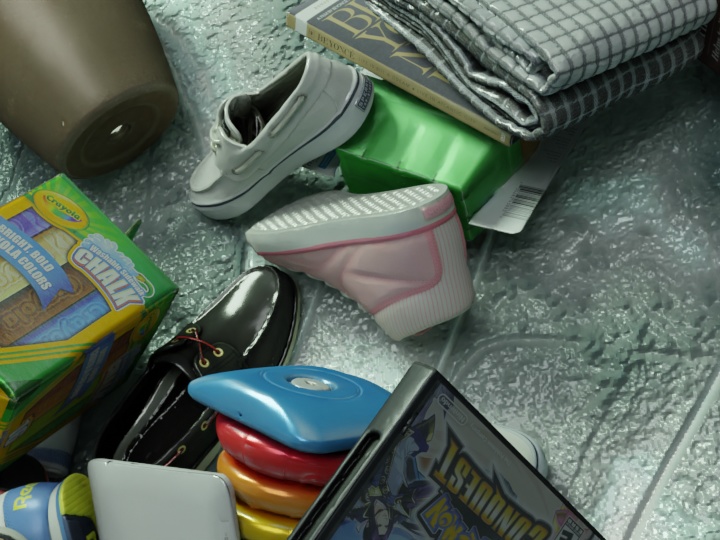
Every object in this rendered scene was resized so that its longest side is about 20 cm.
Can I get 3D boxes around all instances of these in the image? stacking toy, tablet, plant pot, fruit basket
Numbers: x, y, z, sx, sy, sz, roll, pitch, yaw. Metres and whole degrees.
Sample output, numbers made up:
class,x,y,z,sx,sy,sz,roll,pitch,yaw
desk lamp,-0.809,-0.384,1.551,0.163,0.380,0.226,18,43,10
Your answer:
class,x,y,z,sx,sy,sz,roll,pitch,yaw
stacking toy,-0.045,0.163,0.743,0.116,0.109,0.201,17,101,41
tablet,-0.112,0.215,0.747,0.130,0.014,0.201,-1,98,41
plant pot,-0.235,-0.174,0.992,0.200,0.200,0.175,-37,77,-4
fruit basket,0.079,-0.120,0.920,0.184,0.094,0.200,20,55,25

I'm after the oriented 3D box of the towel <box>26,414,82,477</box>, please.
class,x,y,z,sx,sy,sz,roll,pitch,yaw
towel,-0.273,0.065,0.956,0.146,0.024,0.201,-2,63,16

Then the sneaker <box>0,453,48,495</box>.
class,x,y,z,sx,sy,sz,roll,pitch,yaw
sneaker,-0.321,0.158,0.880,0.199,0.074,0.087,17,106,14

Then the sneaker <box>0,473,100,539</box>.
class,x,y,z,sx,sy,sz,roll,pitch,yaw
sneaker,-0.201,0.231,0.789,0.082,0.074,0.201,-5,87,8

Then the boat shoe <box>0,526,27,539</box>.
class,x,y,z,sx,sy,sz,roll,pitch,yaw
boat shoe,-0.170,0.235,0.718,0.074,0.060,0.200,-36,90,-3

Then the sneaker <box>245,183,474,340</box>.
class,x,y,z,sx,sy,sz,roll,pitch,yaw
sneaker,0.000,0.000,0.876,0.200,0.105,0.075,-1,27,48

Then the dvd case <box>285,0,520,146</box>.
class,x,y,z,sx,sy,sz,roll,pitch,yaw
dvd case,0.068,-0.172,0.893,0.199,0.016,0.149,32,51,25

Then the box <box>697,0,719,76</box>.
class,x,y,z,sx,sy,sz,roll,pitch,yaw
box,0.282,-0.250,0.846,0.164,0.166,0.200,-32,57,-18

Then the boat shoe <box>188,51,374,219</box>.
class,x,y,z,sx,sy,sz,roll,pitch,yaw
boat shoe,-0.076,-0.099,0.905,0.200,0.066,0.072,-23,48,47

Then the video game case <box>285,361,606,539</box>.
class,x,y,z,sx,sy,sz,roll,pitch,yaw
video game case,0.042,0.181,0.702,0.181,0.200,0.025,-53,32,-13

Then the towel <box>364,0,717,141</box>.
class,x,y,z,sx,sy,sz,roll,pitch,yaw
towel,0.115,-0.184,0.843,0.165,0.086,0.200,-27,55,-27

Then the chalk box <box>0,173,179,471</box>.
class,x,y,z,sx,sy,sz,roll,pitch,yaw
chalk box,-0.219,0.031,0.862,0.124,0.125,0.200,44,45,9

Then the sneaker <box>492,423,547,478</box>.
class,x,y,z,sx,sy,sz,roll,pitch,yaw
sneaker,0.019,0.124,0.805,0.199,0.071,0.073,-2,63,16

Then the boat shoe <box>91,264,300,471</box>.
class,x,y,z,sx,sy,sz,roll,pitch,yaw
boat shoe,-0.112,0.076,0.879,0.073,0.063,0.202,26,72,30
